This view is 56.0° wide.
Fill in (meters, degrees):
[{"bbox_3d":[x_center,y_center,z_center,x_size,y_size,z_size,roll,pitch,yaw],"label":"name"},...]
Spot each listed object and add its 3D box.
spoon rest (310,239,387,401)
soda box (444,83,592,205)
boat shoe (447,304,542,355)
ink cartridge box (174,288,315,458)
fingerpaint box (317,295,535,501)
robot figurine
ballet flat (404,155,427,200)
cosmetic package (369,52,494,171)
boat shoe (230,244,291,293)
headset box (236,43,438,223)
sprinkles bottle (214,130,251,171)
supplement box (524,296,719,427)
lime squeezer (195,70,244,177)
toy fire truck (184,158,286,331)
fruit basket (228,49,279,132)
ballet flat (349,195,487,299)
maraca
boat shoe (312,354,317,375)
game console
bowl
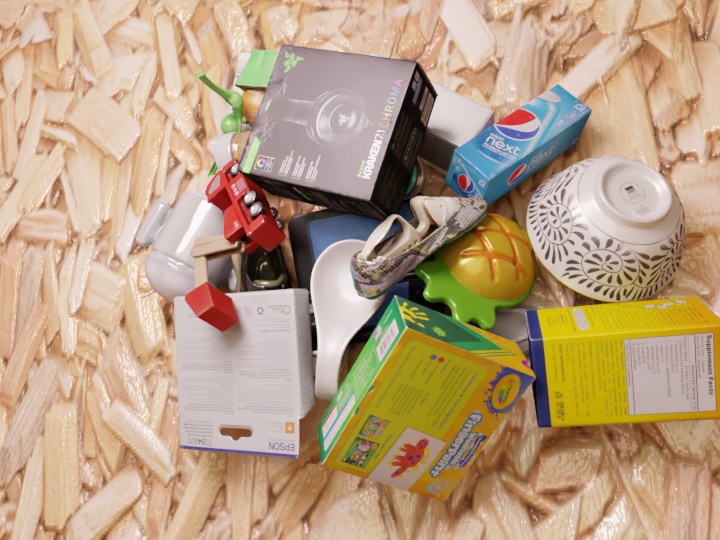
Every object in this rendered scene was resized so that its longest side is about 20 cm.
[{"bbox_3d":[-0.020,0.059,0.818,0.099,0.061,0.200,8,82,14],"label":"spoon rest"},{"bbox_3d":[0.207,-0.162,0.884,0.200,0.068,0.064,-35,67,-23],"label":"soda box"},{"bbox_3d":[0.139,0.081,0.861,0.200,0.069,0.072,-7,72,12],"label":"boat shoe"},{"bbox_3d":[-0.149,0.127,0.853,0.199,0.041,0.200,-4,86,30],"label":"ink cartridge box"},{"bbox_3d":[0.069,0.149,0.770,0.167,0.073,0.200,21,113,-18],"label":"fingerpaint box"},{"bbox_3d":[-0.230,-0.033,0.964,0.169,0.113,0.200,27,80,1],"label":"robot figurine"},{"bbox_3d":[0.050,-0.138,0.914,0.200,0.067,0.068,43,115,55],"label":"ballet flat"},{"bbox_3d":[0.086,-0.214,0.949,0.200,0.101,0.071,33,82,20],"label":"cosmetic package"},{"bbox_3d":[-0.129,0.019,0.913,0.072,0.066,0.201,-14,92,-27],"label":"boat shoe"},{"bbox_3d":[-0.033,-0.169,0.826,0.200,0.093,0.174,17,84,25],"label":"headset box"},{"bbox_3d":[-0.101,-0.172,0.940,0.200,0.068,0.068,-7,71,18],"label":"sprinkles bottle"},{"bbox_3d":[0.296,0.103,0.774,0.200,0.110,0.109,-5,103,12],"label":"supplement box"},{"bbox_3d":[-0.197,-0.216,0.984,0.038,0.200,0.071,27,56,10],"label":"lime squeezer"},{"bbox_3d":[-0.167,-0.038,0.852,0.141,0.049,0.200,-39,48,9],"label":"toy fire truck"},{"bbox_3d":[-0.120,-0.224,1.022,0.185,0.094,0.200,10,97,24],"label":"fruit basket"},{"bbox_3d":[0.067,-0.046,0.792,0.200,0.072,0.072,-37,67,-18],"label":"ballet flat"},{"bbox_3d":[0.146,-0.002,0.841,0.137,0.107,0.200,37,45,11],"label":"maraca"},{"bbox_3d":[-0.130,0.148,0.910,0.200,0.071,0.069,-8,74,21],"label":"boat shoe"},{"bbox_3d":[0.000,0.000,0.889,0.200,0.118,0.171,-11,31,11],"label":"game console"},{"bbox_3d":[0.311,-0.071,0.819,0.200,0.094,0.201,2,62,-3],"label":"bowl"}]
